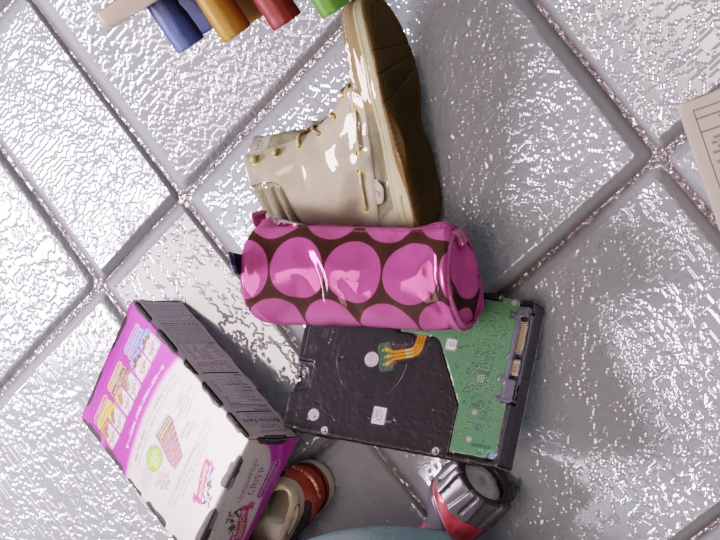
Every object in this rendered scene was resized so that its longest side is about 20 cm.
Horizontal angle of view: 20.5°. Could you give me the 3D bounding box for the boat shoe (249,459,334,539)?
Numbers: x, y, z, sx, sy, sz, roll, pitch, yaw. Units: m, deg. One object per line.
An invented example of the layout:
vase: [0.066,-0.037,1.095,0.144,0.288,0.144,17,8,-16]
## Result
boat shoe: [-0.099,0.243,1.770,0.071,0.063,0.200,48,121,10]

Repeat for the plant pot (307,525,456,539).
plant pot: [0.020,0.319,1.595,0.200,0.196,0.196,-27,119,-2]

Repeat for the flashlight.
flashlight: [0.047,0.229,1.684,0.200,0.068,0.068,-45,39,32]

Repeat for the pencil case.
pencil case: [0.000,0.000,1.607,0.200,0.091,0.094,2,93,24]

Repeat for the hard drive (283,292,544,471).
hard drive: [0.043,0.080,1.638,0.200,0.038,0.140,7,81,29]

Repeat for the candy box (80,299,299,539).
candy box: [-0.152,0.137,1.740,0.200,0.061,0.136,47,122,37]

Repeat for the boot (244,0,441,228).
boot: [-0.026,-0.120,1.636,0.155,0.072,0.200,-5,107,30]

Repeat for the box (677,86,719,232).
box: [0.331,-0.053,1.429,0.128,0.109,0.200,-18,93,31]

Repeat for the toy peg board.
toy peg board: [-0.070,-0.237,1.573,0.199,0.200,0.098,-27,102,31]
